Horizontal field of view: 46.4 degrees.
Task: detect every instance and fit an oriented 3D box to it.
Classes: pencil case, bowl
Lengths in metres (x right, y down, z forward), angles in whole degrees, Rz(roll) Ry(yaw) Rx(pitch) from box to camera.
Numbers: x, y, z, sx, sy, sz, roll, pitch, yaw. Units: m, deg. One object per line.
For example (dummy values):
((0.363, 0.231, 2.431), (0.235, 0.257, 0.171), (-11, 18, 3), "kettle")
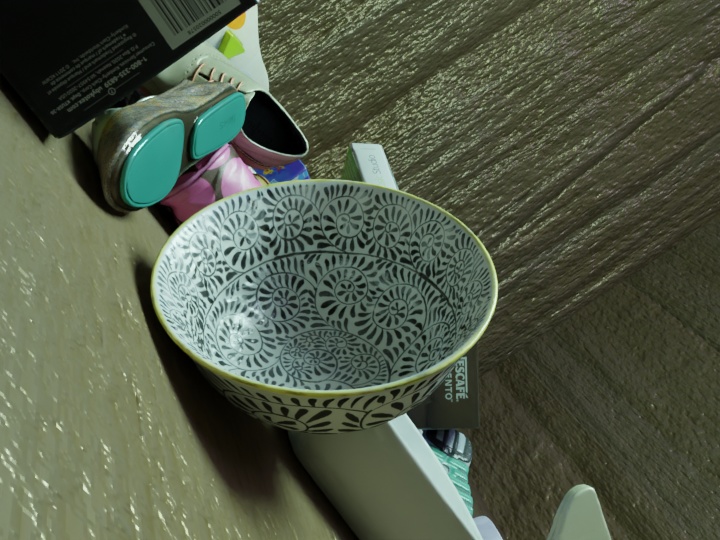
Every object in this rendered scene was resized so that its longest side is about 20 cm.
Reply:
((-0.092, -0.019, 0.726), (0.200, 0.091, 0.094), (54, -4, -29), "pencil case")
((-0.022, 0.035, 0.515), (0.201, 0.201, 0.094), (-124, -152, -47), "bowl")
((0.005, 0.136, 0.654), (0.200, 0.075, 0.200), (56, 1, -20), "bowl")

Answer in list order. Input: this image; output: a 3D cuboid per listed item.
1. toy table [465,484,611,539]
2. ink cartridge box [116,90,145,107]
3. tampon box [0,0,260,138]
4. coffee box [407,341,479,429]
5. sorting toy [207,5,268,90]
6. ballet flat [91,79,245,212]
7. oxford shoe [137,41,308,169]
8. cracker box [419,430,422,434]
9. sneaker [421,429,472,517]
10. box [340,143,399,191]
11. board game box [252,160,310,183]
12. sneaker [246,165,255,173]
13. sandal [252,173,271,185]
((0.165, 0.285, 0.683), (0.184, 0.117, 0.200), (-155, -131, -77), "toy table")
((-0.218, -0.213, 0.815), (0.200, 0.039, 0.100), (57, -43, 46), "ink cartridge box")
((-0.169, -0.191, 0.552), (0.126, 0.150, 0.200), (55, 1, -22), "tampon box")
((0.081, 0.103, 0.933), (0.200, 0.080, 0.113), (-52, 141, -88), "coffee box")
((-0.200, -0.251, 1.007), (0.180, 0.200, 0.107), (54, 27, -55), "sorting toy")
((-0.148, -0.094, 0.596), (0.067, 0.068, 0.200), (17, 24, 9), "ballet flat")
((-0.123, -0.157, 0.708), (0.200, 0.071, 0.074), (32, -13, -33), "oxford shoe")
((0.029, 0.182, 1.068), (0.200, 0.058, 0.134), (56, 0, -2), "cracker box")
((0.063, 0.233, 0.825), (0.074, 0.088, 0.200), (31, 23, 4), "sneaker")
((0.000, 0.000, 0.806), (0.200, 0.036, 0.144), (106, -25, -45), "box")
((-0.125, -0.141, 0.940), (0.200, 0.045, 0.134), (51, -8, 19), "board game box")
((-0.139, -0.081, 0.853), (0.200, 0.074, 0.087), (63, -12, -9), "sneaker")
((-0.098, -0.057, 0.786), (0.200, 0.080, 0.054), (36, 42, -17), "sandal")
